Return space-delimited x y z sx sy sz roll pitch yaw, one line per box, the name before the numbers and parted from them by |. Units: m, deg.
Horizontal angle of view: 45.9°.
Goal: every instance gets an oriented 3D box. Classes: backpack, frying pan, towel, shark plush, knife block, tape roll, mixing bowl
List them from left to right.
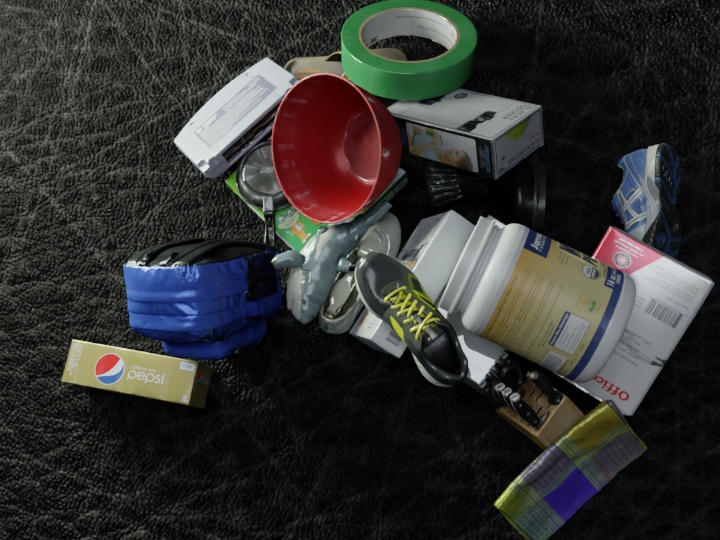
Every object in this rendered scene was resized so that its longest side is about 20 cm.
backpack | -0.213 0.039 1.160 0.162 0.200 0.168 -4 93 26
frying pan | -0.146 -0.111 1.253 0.115 0.031 0.190 19 77 16
shark plush | -0.028 -0.015 1.189 0.200 0.091 0.083 -38 51 -11
mixing bowl | -0.016 -0.170 1.180 0.200 0.108 0.201 9 104 40
tape roll | 0.071 -0.329 1.255 0.200 0.048 0.201 0 46 0
knife block | 0.235 0.185 1.060 0.200 0.176 0.064 39 86 5
towel | 0.267 0.258 1.075 0.200 0.144 0.023 -40 41 -1

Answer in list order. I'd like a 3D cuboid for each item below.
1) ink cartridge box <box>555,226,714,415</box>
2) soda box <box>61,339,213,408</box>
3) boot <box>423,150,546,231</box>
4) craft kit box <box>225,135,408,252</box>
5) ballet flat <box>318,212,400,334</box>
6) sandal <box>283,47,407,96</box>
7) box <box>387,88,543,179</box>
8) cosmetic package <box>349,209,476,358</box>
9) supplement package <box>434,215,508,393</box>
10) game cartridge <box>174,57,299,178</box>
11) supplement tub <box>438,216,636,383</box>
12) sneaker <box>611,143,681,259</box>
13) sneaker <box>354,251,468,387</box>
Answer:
ink cartridge box | 0.340 0.064 1.107 0.145 0.084 0.200 31 102 16
soda box | -0.323 0.151 1.234 0.199 0.068 0.064 9 78 11
boot | 0.171 -0.115 1.182 0.157 0.080 0.211 -8 35 4
craft kit box | -0.066 -0.135 1.279 0.200 0.049 0.197 -45 70 -4
ballet flat | 0.000 0.000 1.220 0.069 0.069 0.200 27 81 15
sandal | -0.028 -0.309 1.310 0.199 0.054 0.081 0 76 10
box | 0.141 -0.199 1.186 0.117 0.060 0.200 -35 41 -31
cosmetic package | 0.069 0.018 1.157 0.052 0.151 0.200 34 82 -7
supplement package | 0.170 0.049 1.151 0.117 0.117 0.200 33 84 15
game cartridge | -0.187 -0.236 1.299 0.200 0.041 0.133 -43 49 -4
supplement tub | 0.207 0.031 1.015 0.200 0.144 0.145 25 81 5
sneaker | 0.394 -0.072 1.179 0.077 0.076 0.201 1 83 49
sneaker | 0.071 0.057 1.037 0.074 0.085 0.200 -41 94 -9
